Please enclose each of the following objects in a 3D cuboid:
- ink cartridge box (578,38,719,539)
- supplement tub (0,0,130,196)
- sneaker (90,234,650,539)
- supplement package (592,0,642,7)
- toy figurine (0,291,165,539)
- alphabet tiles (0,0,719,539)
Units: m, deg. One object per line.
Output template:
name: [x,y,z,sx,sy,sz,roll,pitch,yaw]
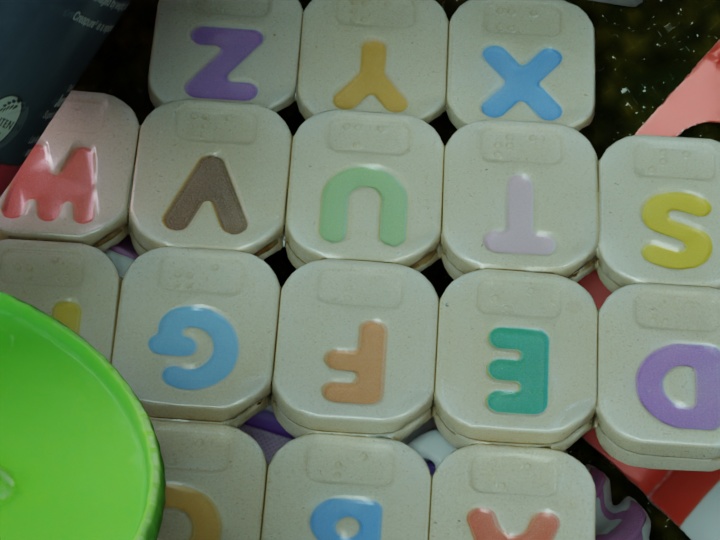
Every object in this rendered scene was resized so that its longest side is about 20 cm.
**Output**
ink cartridge box: [0.148,0.021,0.765,0.200,0.050,0.162,42,93,10]
supplement tub: [-0.096,-0.117,0.662,0.140,0.140,0.200,35,96,13]
sneaker: [-0.009,0.065,0.784,0.200,0.080,0.089,28,97,18]
supplement package: [-0.019,-0.149,0.781,0.200,0.121,0.120,11,88,13]
toy figurine: [-0.144,0.102,0.648,0.200,0.150,0.184,24,126,23]
alphabet tiles: [0.000,0.000,0.757,0.200,0.015,0.196,4,54,0]
